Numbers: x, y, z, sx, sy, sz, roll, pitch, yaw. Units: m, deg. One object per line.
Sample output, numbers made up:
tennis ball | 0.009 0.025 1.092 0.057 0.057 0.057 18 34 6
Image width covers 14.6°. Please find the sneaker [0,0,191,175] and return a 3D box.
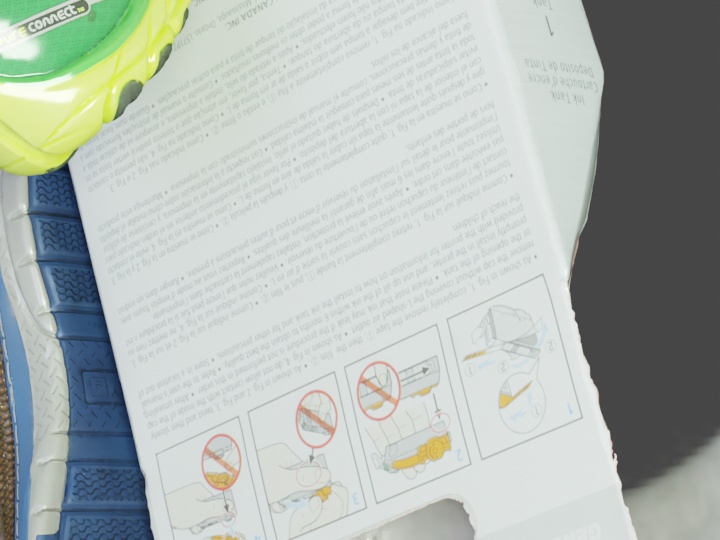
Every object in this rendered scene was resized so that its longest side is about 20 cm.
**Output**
sneaker | -0.078 -0.116 0.750 0.074 0.084 0.200 -32 32 34

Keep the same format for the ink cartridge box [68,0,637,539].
ink cartridge box | 0.000 0.000 0.743 0.161 0.050 0.200 -26 74 39

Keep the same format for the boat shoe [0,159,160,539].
boat shoe | -0.084 0.061 0.808 0.072 0.072 0.201 -26 62 44
